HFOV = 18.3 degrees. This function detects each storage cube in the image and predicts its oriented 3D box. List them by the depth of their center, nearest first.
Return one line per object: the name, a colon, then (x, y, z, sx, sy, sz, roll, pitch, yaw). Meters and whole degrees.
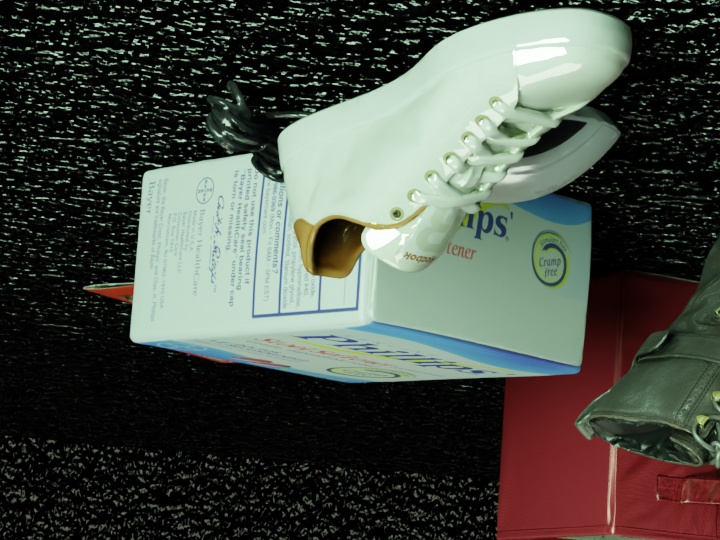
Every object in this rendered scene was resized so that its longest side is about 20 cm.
storage cube: (0.212, 0.108, 1.581, 0.169, 0.182, 0.200, 8, 169, -22)

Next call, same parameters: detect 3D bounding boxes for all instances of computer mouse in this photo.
computer mouse: (0.028, -0.058, 1.095, 0.198, 0.044, 0.110, 3, 169, 9)

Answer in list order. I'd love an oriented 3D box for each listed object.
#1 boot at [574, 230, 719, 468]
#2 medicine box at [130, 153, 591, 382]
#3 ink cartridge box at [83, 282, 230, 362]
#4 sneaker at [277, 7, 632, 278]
boot: (0.221, 0.036, 1.167, 0.069, 0.174, 0.199, 50, 151, -21)
medicine box: (0.000, 0.000, 1.272, 0.181, 0.104, 0.199, 13, 168, -43)
ink cartridge box: (-0.106, 0.041, 1.710, 0.198, 0.051, 0.109, -2, 168, 31)
sneaker: (0.044, -0.048, 0.974, 0.072, 0.086, 0.199, 10, 155, -40)
